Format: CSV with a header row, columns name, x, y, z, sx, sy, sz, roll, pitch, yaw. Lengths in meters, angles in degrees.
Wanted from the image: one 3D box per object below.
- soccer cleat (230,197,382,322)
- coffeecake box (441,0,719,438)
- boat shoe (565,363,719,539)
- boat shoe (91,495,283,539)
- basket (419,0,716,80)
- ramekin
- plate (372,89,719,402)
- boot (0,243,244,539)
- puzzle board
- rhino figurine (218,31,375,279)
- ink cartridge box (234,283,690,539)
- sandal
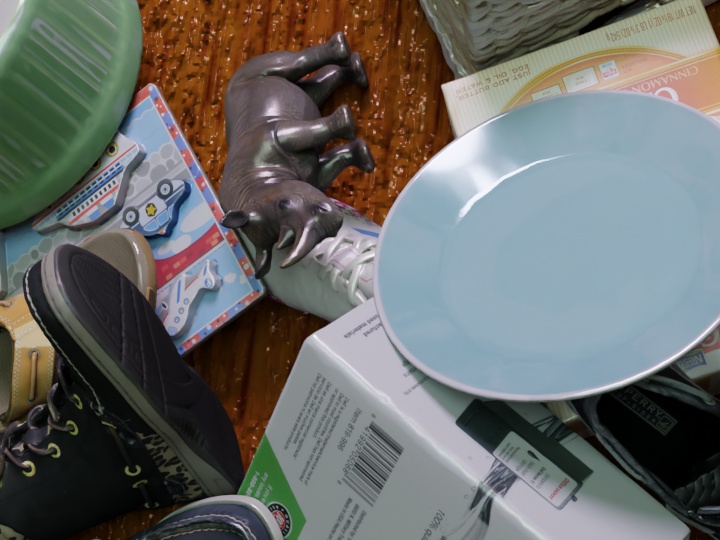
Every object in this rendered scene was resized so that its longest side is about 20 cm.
name,x,y,z,sx,sy,sz,roll,pitch,yaw
soccer cleat,0.000,0.000,0.823,0.198,0.086,0.070,27,81,17
coffeecake box,0.147,-0.026,0.809,0.152,0.073,0.202,-19,73,4
boat shoe,0.184,0.101,0.727,0.199,0.068,0.072,38,102,-15
boat shoe,-0.128,0.179,0.779,0.198,0.062,0.076,-26,80,24
basket,0.107,-0.235,0.830,0.196,0.161,0.202,-25,73,2
ramekin,-0.238,-0.133,0.874,0.197,0.098,0.203,-10,64,22
plate,0.102,-0.011,0.731,0.197,0.026,0.202,-14,46,14
boot,-0.164,0.083,0.780,0.152,0.204,0.074,-22,49,9
puzzle board,-0.166,0.007,0.868,0.199,0.017,0.152,-35,71,13
rhino figurine,-0.039,-0.062,0.823,0.086,0.060,0.201,-17,38,12
ink cartridge box,0.045,0.130,0.744,0.200,0.083,0.148,40,129,18
sandal,-0.197,0.047,0.836,0.199,0.054,0.081,-31,71,15
